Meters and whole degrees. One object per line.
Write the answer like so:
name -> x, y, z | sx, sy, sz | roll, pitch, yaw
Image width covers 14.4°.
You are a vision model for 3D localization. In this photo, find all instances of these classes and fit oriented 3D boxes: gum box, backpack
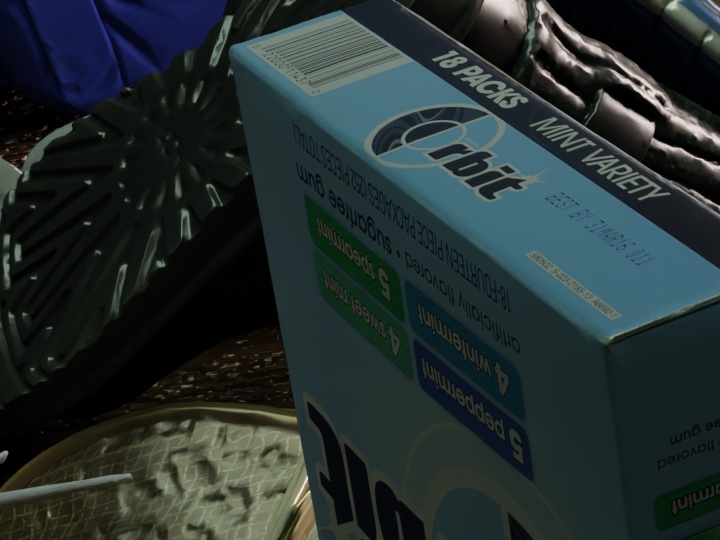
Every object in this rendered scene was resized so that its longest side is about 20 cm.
gum box -> 0.038, 0.063, 0.601 | 0.044, 0.201, 0.170 | -20, 29, -18
backpack -> -0.155, -0.165, 1.140 | 0.167, 0.163, 0.200 | -23, 31, -16

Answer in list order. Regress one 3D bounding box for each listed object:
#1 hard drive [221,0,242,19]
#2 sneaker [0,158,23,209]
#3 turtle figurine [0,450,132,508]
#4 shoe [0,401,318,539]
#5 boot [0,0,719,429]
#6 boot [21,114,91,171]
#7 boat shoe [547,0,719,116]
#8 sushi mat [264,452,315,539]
hard drive -> 0.053, -0.086, 0.955 | 0.199, 0.043, 0.135 | 0, -1, -7
sneaker -> -0.184, 0.049, 0.867 | 0.146, 0.081, 0.200 | -14, 36, 53
turtle figurine -> -0.136, 0.123, 0.662 | 0.199, 0.101, 0.150 | -25, 8, 8
shoe -> -0.006, 0.069, 0.777 | 0.199, 0.053, 0.070 | -11, 60, 9
boot -> 0.001, 0.001, 0.818 | 0.211, 0.158, 0.080 | -37, 41, 21
boot -> -0.019, -0.038, 0.951 | 0.199, 0.074, 0.096 | -10, 27, -5
boat shoe -> 0.082, -0.106, 0.860 | 0.200, 0.072, 0.072 | 39, 71, 6
sushi mat -> -0.046, 0.122, 0.642 | 0.012, 0.096, 0.200 | 24, 33, 2
